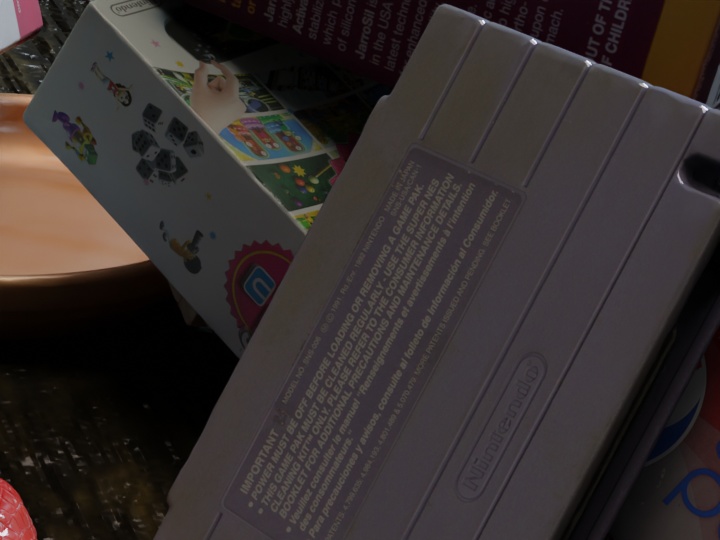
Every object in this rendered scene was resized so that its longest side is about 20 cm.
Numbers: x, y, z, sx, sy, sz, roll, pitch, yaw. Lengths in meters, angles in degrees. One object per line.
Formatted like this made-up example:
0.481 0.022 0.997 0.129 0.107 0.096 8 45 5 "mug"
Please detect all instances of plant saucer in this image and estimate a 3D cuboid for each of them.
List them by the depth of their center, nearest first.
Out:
-0.141 -0.021 0.877 0.200 0.037 0.200 5 23 -2 "plant saucer"

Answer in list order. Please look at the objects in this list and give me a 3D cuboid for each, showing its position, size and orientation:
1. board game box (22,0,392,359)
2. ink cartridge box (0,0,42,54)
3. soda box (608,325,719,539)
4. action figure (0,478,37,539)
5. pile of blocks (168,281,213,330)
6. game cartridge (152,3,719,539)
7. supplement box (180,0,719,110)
0.005 -0.019 0.763 0.200 0.064 0.148 47 38 13 "board game box"
-0.228 -0.105 0.902 0.146 0.083 0.200 -13 11 8 "ink cartridge box"
0.108 0.058 0.614 0.200 0.070 0.063 49 15 31 "soda box"
-0.167 0.075 0.636 0.200 0.052 0.065 11 29 2 "action figure"
0.000 0.000 0.843 0.082 0.062 0.200 48 38 16 "pile of blocks"
0.023 0.034 0.609 0.038 0.200 0.130 29 0 -44 "game cartridge"
0.044 -0.122 0.732 0.200 0.103 0.131 23 30 16 "supplement box"
